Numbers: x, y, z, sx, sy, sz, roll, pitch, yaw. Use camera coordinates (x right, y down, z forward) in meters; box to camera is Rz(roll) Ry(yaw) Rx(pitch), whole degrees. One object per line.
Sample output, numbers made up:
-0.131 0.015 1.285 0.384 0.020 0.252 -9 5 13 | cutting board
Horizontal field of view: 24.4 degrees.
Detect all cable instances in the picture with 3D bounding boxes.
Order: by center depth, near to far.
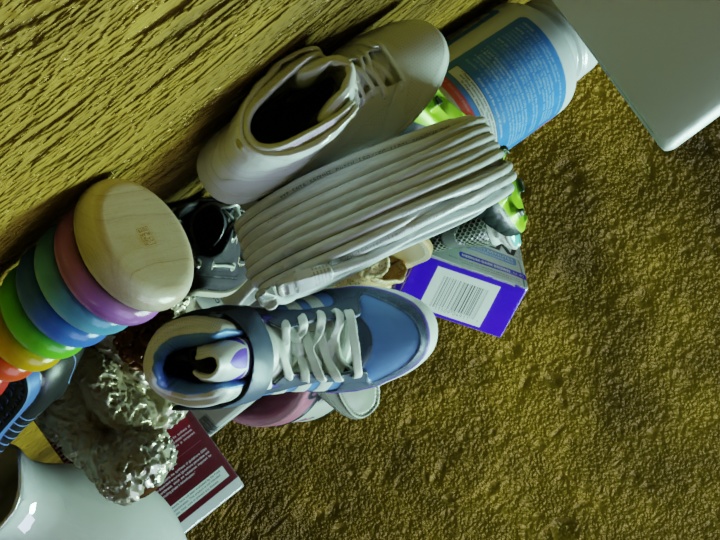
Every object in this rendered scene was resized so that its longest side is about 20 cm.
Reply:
0.009 -0.042 1.158 0.200 0.069 0.200 -25 179 -2 | cable

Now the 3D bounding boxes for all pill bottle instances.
0.117 -0.164 1.447 0.200 0.112 0.112 -35 177 -29 | pill bottle

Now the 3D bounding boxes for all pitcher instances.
-0.249 0.200 1.363 0.172 0.200 0.121 30 -94 50 | pitcher

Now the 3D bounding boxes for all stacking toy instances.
-0.196 0.027 1.014 0.200 0.085 0.085 -33 180 30 | stacking toy

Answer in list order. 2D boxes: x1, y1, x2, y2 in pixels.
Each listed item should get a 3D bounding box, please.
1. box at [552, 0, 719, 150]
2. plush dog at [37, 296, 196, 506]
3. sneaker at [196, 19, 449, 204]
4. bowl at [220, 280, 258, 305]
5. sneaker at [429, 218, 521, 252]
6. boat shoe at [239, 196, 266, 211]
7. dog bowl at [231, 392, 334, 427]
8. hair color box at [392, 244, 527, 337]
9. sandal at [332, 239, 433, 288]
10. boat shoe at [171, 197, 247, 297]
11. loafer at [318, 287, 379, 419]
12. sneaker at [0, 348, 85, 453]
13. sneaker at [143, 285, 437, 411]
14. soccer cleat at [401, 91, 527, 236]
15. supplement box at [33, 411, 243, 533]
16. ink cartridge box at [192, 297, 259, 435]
0.281 -0.241 1.368 0.199 0.200 0.171 -38 180 23 | box
-0.189 0.060 1.322 0.172 0.160 0.200 -57 -172 19 | plush dog
-0.006 -0.114 1.076 0.200 0.074 0.116 -35 180 -23 | sneaker
-0.050 -0.055 1.529 0.200 0.075 0.200 -37 177 -28 | bowl
0.079 -0.069 1.484 0.091 0.078 0.200 -13 -160 -2 | sneaker
-0.045 -0.077 1.276 0.060 0.074 0.200 -33 170 15 | boat shoe
-0.100 0.070 1.691 0.200 0.200 0.074 -39 173 35 | dog bowl
0.087 -0.031 1.563 0.200 0.109 0.065 -95 -153 -58 | hair color box
0.005 0.003 1.443 0.070 0.078 0.212 -66 -173 -10 | sandal
-0.113 -0.022 1.279 0.063 0.073 0.200 -35 174 24 | boat shoe
-0.014 0.075 1.589 0.070 0.070 0.200 -46 139 -24 | loafer
-0.270 0.098 1.253 0.078 0.070 0.200 -33 178 -46 | sneaker
-0.054 0.061 1.184 0.200 0.081 0.146 -2 -171 14 | sneaker
0.060 -0.093 1.330 0.081 0.200 0.068 -26 -144 27 | soccer cleat
-0.209 0.147 1.488 0.109 0.200 0.061 -36 -179 -37 | supplement box
-0.175 0.093 1.646 0.200 0.144 0.084 -39 178 36 | ink cartridge box
